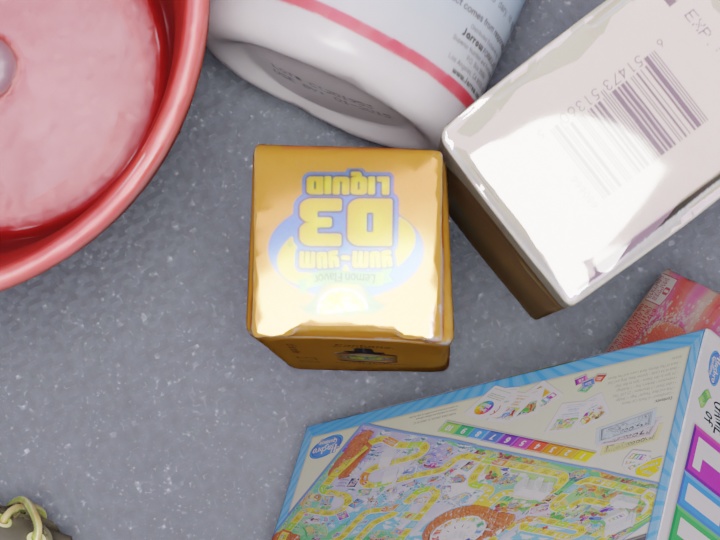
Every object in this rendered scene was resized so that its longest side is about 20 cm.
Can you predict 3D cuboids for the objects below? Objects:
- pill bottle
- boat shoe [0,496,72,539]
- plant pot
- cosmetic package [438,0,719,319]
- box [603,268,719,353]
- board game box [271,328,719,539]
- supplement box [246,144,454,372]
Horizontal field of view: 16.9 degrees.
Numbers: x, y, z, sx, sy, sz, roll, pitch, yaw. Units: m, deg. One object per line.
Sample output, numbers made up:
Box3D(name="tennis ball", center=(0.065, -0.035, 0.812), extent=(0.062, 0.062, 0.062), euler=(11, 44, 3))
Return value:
Box3D(name="pill bottle", center=(0.026, -0.154, 0.902), extent=(0.108, 0.109, 0.201), euler=(24, 82, 3))
Box3D(name="boat shoe", center=(-0.127, 0.122, 0.914), extent=(0.060, 0.072, 0.202), euler=(-44, 93, 2))
Box3D(name="plant pot", center=(-0.144, -0.083, 0.872), extent=(0.199, 0.177, 0.202), euler=(0, 87, 1))
Box3D(name="cosmetic package", center=(0.085, -0.041, 0.852), extent=(0.105, 0.200, 0.071), euler=(-37, 87, 1))
Box3D(name="box", center=(0.104, 0.113, 0.881), extent=(0.102, 0.095, 0.200), euler=(38, 88, -19))
Box3D(name="board game box", center=(0.040, 0.103, 0.837), extent=(0.034, 0.199, 0.135), euler=(38, 55, -30))
Box3D(name="supplement box", center=(0.000, 0.000, 0.851), extent=(0.066, 0.200, 0.069), euler=(1, 87, 1))
